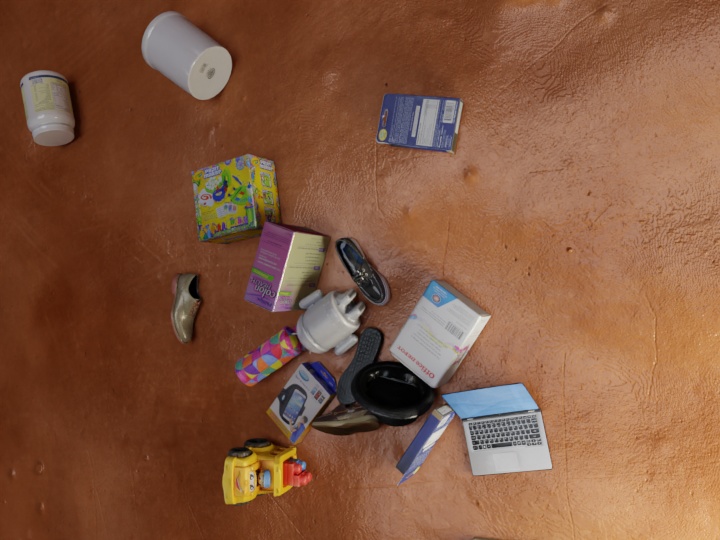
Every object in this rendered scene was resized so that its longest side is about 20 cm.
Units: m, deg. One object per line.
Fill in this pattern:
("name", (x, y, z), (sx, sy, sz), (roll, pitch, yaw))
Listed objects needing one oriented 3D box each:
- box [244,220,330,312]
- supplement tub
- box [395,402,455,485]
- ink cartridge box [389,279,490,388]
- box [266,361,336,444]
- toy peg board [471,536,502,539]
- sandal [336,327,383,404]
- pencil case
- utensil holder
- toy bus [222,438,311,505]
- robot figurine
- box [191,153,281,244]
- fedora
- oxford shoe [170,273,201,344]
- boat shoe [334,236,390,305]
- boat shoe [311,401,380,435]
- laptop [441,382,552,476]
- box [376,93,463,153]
("box", (-0.181, -0.009, 1.668), (0.095, 0.175, 0.203), (19, 98, 26))
("supplement tub", (-1.000, -0.518, 2.129), (0.143, 0.144, 0.203), (-18, 80, 26))
("box", (0.146, 0.393, 1.516), (0.032, 0.121, 0.202), (35, 104, 22))
("ink cartridge box", (0.180, 0.145, 1.526), (0.144, 0.084, 0.202), (37, 104, 24))
("box", (-0.149, 0.335, 1.719), (0.119, 0.041, 0.201), (42, 109, 22))
("toy peg board", (0.327, 0.702, 1.427), (0.197, 0.097, 0.203), (-5, 87, 27))
("sandal", (0.007, 0.241, 1.642), (0.075, 0.048, 0.203), (25, 87, 26))
("pencil case", (-0.239, 0.226, 1.748), (0.199, 0.088, 0.089), (-34, 74, 21))
("utensil holder", (-0.479, -0.594, 1.849), (0.199, 0.169, 0.171), (38, 105, 20))
("toy bus", (-0.228, 0.514, 1.675), (0.189, 0.200, 0.138), (1, 90, 20))
("robot figurine", (-0.080, 0.128, 1.646), (0.199, 0.113, 0.170), (-38, 89, 22))
("box", (-0.333, -0.187, 1.783), (0.197, 0.121, 0.196), (-10, 84, 28))
("fedora", (0.074, 0.303, 1.556), (0.198, 0.200, 0.093), (20, 128, 26))
("oxford shoe", (-0.493, 0.107, 1.891), (0.074, 0.070, 0.204), (-6, 87, 22))
("boat shoe", (0.000, 0.000, 1.634), (0.070, 0.066, 0.202), (-36, 73, 22))
("boat shoe", (-0.034, 0.362, 1.652), (0.198, 0.072, 0.073), (-17, 51, 34))
("laptop", (0.296, 0.350, 1.442), (0.185, 0.115, 0.204), (-14, 82, 27))
("box", (0.139, -0.353, 1.580), (0.197, 0.032, 0.123), (12, 94, 26))
